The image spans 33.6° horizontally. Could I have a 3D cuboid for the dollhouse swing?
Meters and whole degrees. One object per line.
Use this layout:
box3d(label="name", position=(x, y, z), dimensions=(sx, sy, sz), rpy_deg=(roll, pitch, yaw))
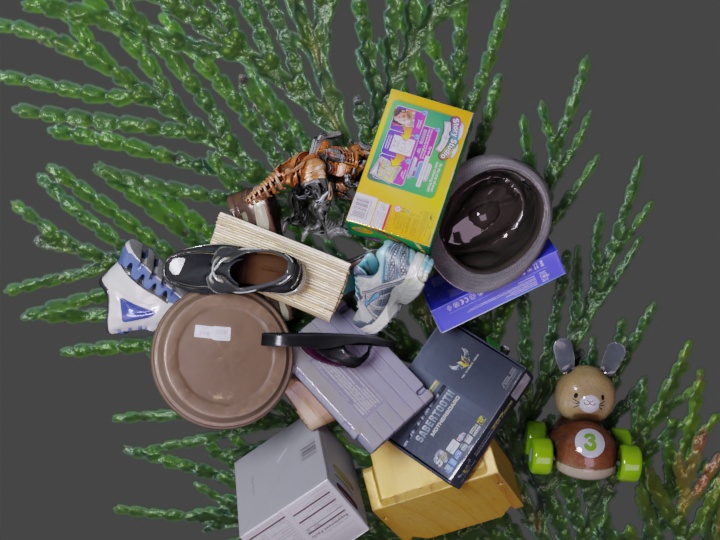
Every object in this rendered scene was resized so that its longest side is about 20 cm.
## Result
box3d(label="dollhouse swing", position=(0.116, 0.280, 1.824), dimensions=(0.199, 0.176, 0.182), rpy_deg=(-21, 141, 14))

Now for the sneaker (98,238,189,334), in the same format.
box3d(label="sneaker", position=(-0.297, 0.060, 1.695), dimensions=(0.115, 0.081, 0.200), rpy_deg=(-38, 107, 14))

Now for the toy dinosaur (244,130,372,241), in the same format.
box3d(label="toy dinosaur", position=(-0.067, -0.119, 1.631), dimensions=(0.199, 0.102, 0.136), rpy_deg=(-8, 113, -14))

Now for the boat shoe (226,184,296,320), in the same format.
box3d(label="boat shoe", position=(-0.142, -0.022, 1.688), dimensions=(0.074, 0.075, 0.203), rpy_deg=(-8, 108, 10))

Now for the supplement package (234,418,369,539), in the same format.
box3d(label="supplement package", position=(-0.090, 0.332, 1.767), dimensions=(0.155, 0.200, 0.111), rpy_deg=(-34, 114, 6))

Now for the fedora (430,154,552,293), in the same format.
box3d(label="fedora", position=(0.171, -0.070, 1.685), dimensions=(0.177, 0.090, 0.200), rpy_deg=(44, 87, -10))

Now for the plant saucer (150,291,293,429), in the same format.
box3d(label="plant saucer", position=(-0.188, 0.118, 1.639), dimensions=(0.199, 0.029, 0.201), rpy_deg=(2, 81, -13))

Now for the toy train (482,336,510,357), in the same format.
box3d(label="toy train", position=(0.157, 0.187, 1.833), dimensions=(0.056, 0.042, 0.200), rpy_deg=(33, 105, -9))

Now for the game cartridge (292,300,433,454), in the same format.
box3d(label="game cartridge", position=(-0.009, 0.150, 1.709), dimensions=(0.130, 0.038, 0.200), rpy_deg=(-39, 79, -20))

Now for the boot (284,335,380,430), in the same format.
box3d(label="boot", position=(-0.059, 0.118, 1.767), dimensions=(0.166, 0.072, 0.200), rpy_deg=(-37, 101, -11))

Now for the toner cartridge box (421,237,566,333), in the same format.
box3d(label="toner cartridge box", position=(0.190, 0.012, 1.732), dimensions=(0.199, 0.095, 0.043), rpy_deg=(-26, 114, 3))

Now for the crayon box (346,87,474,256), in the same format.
box3d(label="crayon box", position=(0.068, -0.132, 1.604), dimensions=(0.118, 0.058, 0.201), rpy_deg=(18, 77, 7))

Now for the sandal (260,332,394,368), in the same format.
box3d(label="sandal", position=(-0.046, 0.110, 1.652), dimensions=(0.199, 0.075, 0.048), rpy_deg=(3, 88, -29))

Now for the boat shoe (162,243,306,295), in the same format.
box3d(label="boat shoe", position=(-0.176, -0.004, 1.606), dimensions=(0.199, 0.068, 0.072), rpy_deg=(3, 84, 13))

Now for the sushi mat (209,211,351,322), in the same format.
box3d(label="sushi mat", position=(-0.116, -0.004, 1.643), dimensions=(0.199, 0.012, 0.096), rpy_deg=(22, 113, 5))

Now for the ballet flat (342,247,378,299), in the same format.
box3d(label="ballet flat", position=(0.000, 0.000, 1.712), dimensions=(0.199, 0.068, 0.068), rpy_deg=(-10, 116, -5))

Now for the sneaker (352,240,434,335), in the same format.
box3d(label="sneaker", position=(0.027, 0.016, 1.630), dimensions=(0.086, 0.078, 0.200), rpy_deg=(34, 144, -5))

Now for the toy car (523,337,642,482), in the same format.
box3d(label="toy car", position=(0.343, 0.204, 1.818), dimensions=(0.163, 0.158, 0.201), rpy_deg=(4, 101, 1))

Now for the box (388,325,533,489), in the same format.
box3d(label="box", position=(0.132, 0.191, 1.740), dimensions=(0.200, 0.157, 0.051), rpy_deg=(-54, 148, -6))
